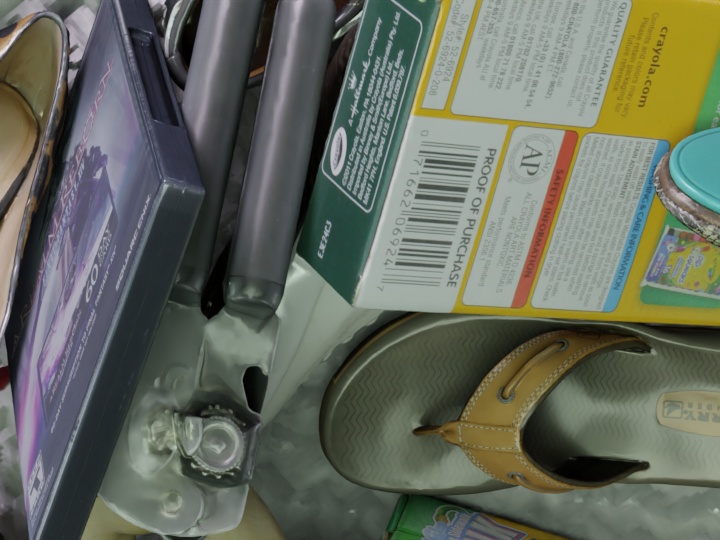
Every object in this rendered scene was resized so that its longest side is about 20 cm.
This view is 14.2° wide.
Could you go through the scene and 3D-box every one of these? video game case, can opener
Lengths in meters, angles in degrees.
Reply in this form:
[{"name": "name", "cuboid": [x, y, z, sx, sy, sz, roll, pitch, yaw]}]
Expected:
[{"name": "video game case", "cuboid": [-0.097, -0.006, 1.044, 0.019, 0.200, 0.143, 15, 111, -17]}, {"name": "can opener", "cuboid": [-0.051, -0.003, 1.027, 0.053, 0.067, 0.201, 12, 82, -5]}]

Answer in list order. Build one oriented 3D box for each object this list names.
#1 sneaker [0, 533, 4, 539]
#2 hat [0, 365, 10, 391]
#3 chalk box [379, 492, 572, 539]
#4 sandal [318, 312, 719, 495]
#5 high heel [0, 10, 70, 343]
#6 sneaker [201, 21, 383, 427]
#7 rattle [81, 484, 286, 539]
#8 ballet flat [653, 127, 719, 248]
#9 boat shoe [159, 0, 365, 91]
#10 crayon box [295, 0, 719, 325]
[{"name": "sneaker", "cuboid": [-0.141, 0.165, 1.162, 0.087, 0.075, 0.200, -34, 118, 28]}, {"name": "hat", "cuboid": [-0.280, 0.055, 1.148, 0.200, 0.165, 0.176, 38, 71, -17]}, {"name": "chalk box", "cuboid": [0.044, 0.175, 1.115, 0.199, 0.124, 0.125, 16, 110, 4]}, {"name": "sandal", "cuboid": [0.081, 0.058, 1.108, 0.199, 0.055, 0.082, 5, 108, 8]}, {"name": "high heel", "cuboid": [-0.147, -0.007, 1.052, 0.071, 0.200, 0.143, 24, 114, -18]}, {"name": "sneaker", "cuboid": [0.000, 0.000, 1.096, 0.084, 0.073, 0.200, 15, 126, -25]}, {"name": "rattle", "cuboid": [-0.114, 0.103, 1.074, 0.142, 0.130, 0.201, -18, 81, -28]}, {"name": "ballet flat", "cuboid": [0.200, -0.019, 1.037, 0.199, 0.068, 0.076, -9, 139, -11]}, {"name": "boat shoe", "cuboid": [0.007, -0.134, 1.053, 0.200, 0.068, 0.072, -39, 96, 17]}, {"name": "crayon box", "cuboid": [0.086, -0.048, 1.038, 0.199, 0.052, 0.126, 4, 113, -31]}]
